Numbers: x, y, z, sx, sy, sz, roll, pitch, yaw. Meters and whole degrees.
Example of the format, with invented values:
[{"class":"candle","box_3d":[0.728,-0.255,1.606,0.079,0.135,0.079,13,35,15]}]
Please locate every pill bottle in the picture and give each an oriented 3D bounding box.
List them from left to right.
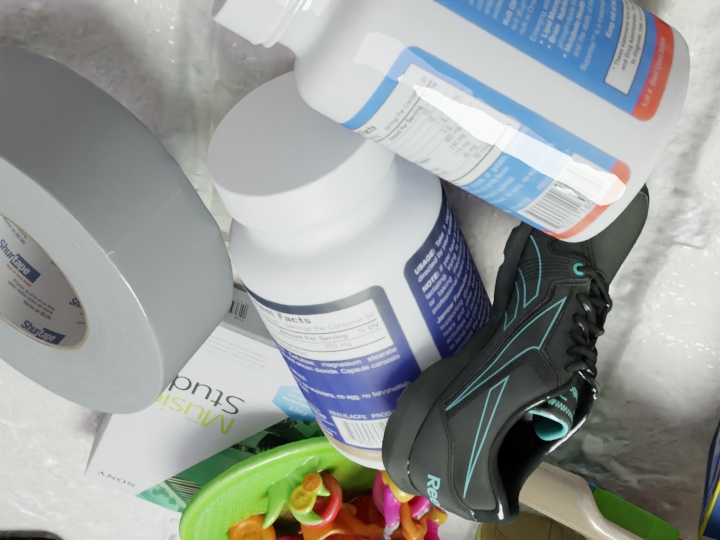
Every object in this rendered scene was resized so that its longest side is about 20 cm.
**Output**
[{"class":"pill bottle","box_3d":[0.000,0.000,0.896,0.114,0.117,0.201,-6,134,21]},{"class":"pill bottle","box_3d":[0.039,-0.104,0.778,0.198,0.113,0.112,28,136,-14]}]

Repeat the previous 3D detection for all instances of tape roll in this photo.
[{"class":"tape roll","box_3d":[-0.163,-0.019,0.905,0.199,0.066,0.201,27,146,20]}]

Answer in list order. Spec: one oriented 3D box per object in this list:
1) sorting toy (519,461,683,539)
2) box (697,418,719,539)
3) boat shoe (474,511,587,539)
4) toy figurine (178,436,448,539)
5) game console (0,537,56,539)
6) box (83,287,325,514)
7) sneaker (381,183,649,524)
[{"class":"sorting toy","box_3d":[0.166,0.160,1.021,0.199,0.037,0.185,35,173,-18]},{"class":"box","box_3d":[0.237,0.073,0.942,0.063,0.071,0.201,12,138,7]},{"class":"boat shoe","box_3d":[0.143,0.223,1.130,0.199,0.074,0.063,29,132,-26]},{"class":"toy figurine","box_3d":[0.004,0.203,1.026,0.199,0.186,0.150,-33,147,19]},{"class":"game console","box_3d":[-0.291,0.295,1.290,0.197,0.117,0.177,-4,135,18]},{"class":"box","box_3d":[-0.080,0.091,1.075,0.143,0.037,0.201,22,139,-8]},{"class":"sneaker","box_3d":[0.095,0.039,0.865,0.079,0.201,0.075,27,170,44]}]
